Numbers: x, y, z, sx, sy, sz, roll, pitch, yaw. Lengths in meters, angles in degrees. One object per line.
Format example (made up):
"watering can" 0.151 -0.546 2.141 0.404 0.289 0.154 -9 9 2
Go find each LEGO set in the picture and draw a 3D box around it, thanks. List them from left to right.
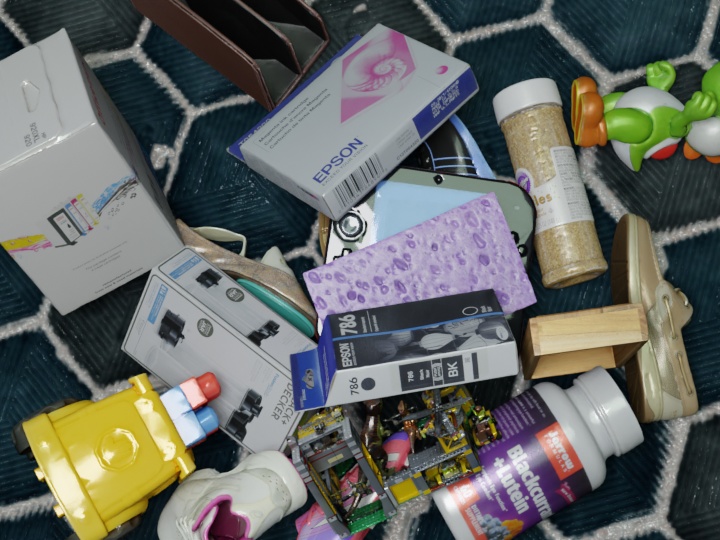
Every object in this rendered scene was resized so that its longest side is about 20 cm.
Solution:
"LEGO set" 0.015 0.136 1.123 0.198 0.154 0.117 -21 119 14

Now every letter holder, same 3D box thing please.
"letter holder" -0.144 -0.276 1.267 0.199 0.142 0.101 38 84 11

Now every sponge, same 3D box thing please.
"sponge" 0.055 0.017 1.165 0.198 0.030 0.113 -23 90 -2

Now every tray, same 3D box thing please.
"tray" 0.200 0.067 1.142 0.097 0.200 0.038 -8 78 3

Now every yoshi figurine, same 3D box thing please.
"yoshi figurine" 0.311 -0.168 1.227 0.197 0.112 0.114 3 73 3

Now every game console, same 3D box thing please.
"game console" 0.064 -0.006 1.191 0.197 0.031 0.179 8 83 0

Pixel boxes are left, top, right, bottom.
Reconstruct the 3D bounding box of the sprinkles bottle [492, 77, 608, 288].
"sprinkles bottle" 0.188 -0.087 1.239 0.067 0.068 0.203 -15 79 2

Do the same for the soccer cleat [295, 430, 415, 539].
"soccer cleat" -0.017 0.234 1.202 0.076 0.067 0.201 30 86 14

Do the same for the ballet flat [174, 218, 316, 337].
"ballet flat" -0.118 -0.001 1.255 0.198 0.068 0.068 24 61 8

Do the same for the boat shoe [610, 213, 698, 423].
"boat shoe" 0.286 0.044 1.210 0.064 0.071 0.203 -6 87 -3

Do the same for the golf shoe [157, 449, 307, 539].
"golf shoe" -0.139 0.229 1.158 0.199 0.091 0.076 -32 95 40

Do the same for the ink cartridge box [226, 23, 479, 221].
"ink cartridge box" -0.018 -0.158 1.218 0.196 0.043 0.199 -44 46 -14

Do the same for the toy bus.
"toy bus" -0.213 0.166 1.175 0.191 0.200 0.137 -30 84 -15

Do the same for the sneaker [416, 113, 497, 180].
"sneaker" 0.088 -0.087 1.247 0.077 0.070 0.201 -30 79 -8

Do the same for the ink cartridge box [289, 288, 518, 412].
"ink cartridge box" 0.033 0.069 1.098 0.197 0.100 0.040 -11 119 -2

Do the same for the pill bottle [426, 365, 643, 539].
"pill bottle" 0.160 0.175 1.170 0.199 0.111 0.112 -31 78 -1

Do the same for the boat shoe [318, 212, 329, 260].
"boat shoe" 0.000 0.000 1.239 0.073 0.069 0.203 -9 83 -4

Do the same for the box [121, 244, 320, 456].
"box" -0.126 0.084 1.210 0.199 0.060 0.117 37 126 10

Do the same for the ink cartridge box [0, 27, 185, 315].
"ink cartridge box" -0.286 -0.092 1.194 0.143 0.201 0.148 -27 50 0
